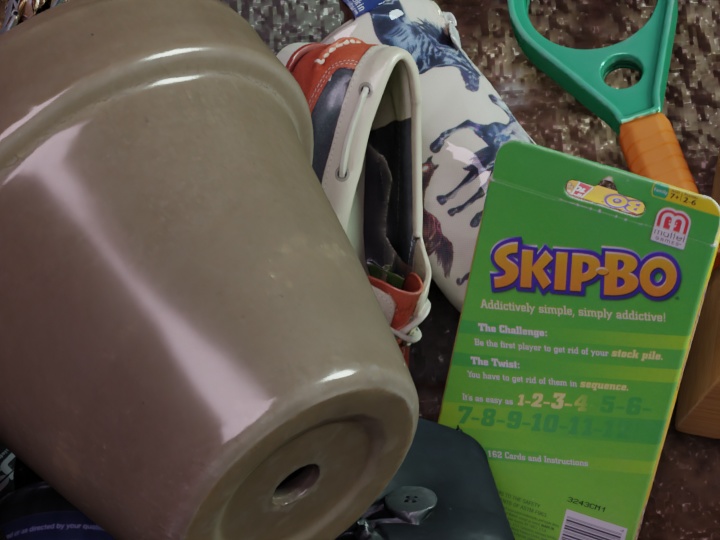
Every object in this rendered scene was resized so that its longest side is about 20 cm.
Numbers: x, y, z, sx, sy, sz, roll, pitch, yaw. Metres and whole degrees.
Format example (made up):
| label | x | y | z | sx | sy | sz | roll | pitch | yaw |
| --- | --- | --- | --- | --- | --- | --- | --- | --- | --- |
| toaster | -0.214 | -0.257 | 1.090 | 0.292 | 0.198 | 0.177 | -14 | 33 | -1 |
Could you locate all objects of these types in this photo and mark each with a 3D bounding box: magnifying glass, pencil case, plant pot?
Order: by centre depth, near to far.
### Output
| label | x | y | z | sx | sy | sz | roll | pitch | yaw |
| --- | --- | --- | --- | --- | --- | --- | --- | --- | --- |
| plant pot | -0.072 | 0.024 | 0.828 | 0.200 | 0.201 | 0.175 | -37 | 61 | -6 |
| pencil case | 0.053 | -0.038 | 0.986 | 0.089 | 0.078 | 0.200 | -42 | 72 | 9 |
| magnifying glass | 0.122 | -0.082 | 0.997 | 0.079 | 0.022 | 0.201 | -17 | 57 | 1 |

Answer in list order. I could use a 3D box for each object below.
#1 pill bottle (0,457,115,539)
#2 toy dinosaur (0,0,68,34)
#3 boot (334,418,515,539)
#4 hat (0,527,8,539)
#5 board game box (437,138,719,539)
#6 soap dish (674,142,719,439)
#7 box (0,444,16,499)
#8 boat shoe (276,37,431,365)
| label | x | y | z | sx | sy | sz | roll | pitch | yaw |
| --- | --- | --- | --- | --- | --- | --- | --- | --- | --- |
| pill bottle | -0.113 | 0.157 | 0.900 | 0.111 | 0.112 | 0.201 | -1 | 51 | 6 |
| toy dinosaur | -0.105 | -0.040 | 0.991 | 0.135 | 0.102 | 0.202 | -11 | 110 | -8 |
| boot | 0.061 | 0.113 | 0.862 | 0.198 | 0.077 | 0.168 | -10 | 30 | -5 |
| hat | -0.177 | 0.124 | 0.825 | 0.200 | 0.081 | 0.202 | -16 | 67 | 43 |
| board game box | 0.086 | 0.042 | 0.915 | 0.095 | 0.201 | 0.030 | 17 | 33 | 11 |
| soap dish | 0.247 | 0.007 | 0.950 | 0.198 | 0.081 | 0.159 | 9 | 74 | 10 |
| box | -0.226 | 0.075 | 0.936 | 0.200 | 0.160 | 0.044 | -44 | 49 | -9 |
| boat shoe | 0.000 | 0.000 | 0.946 | 0.062 | 0.071 | 0.202 | 6 | 104 | 38 |
